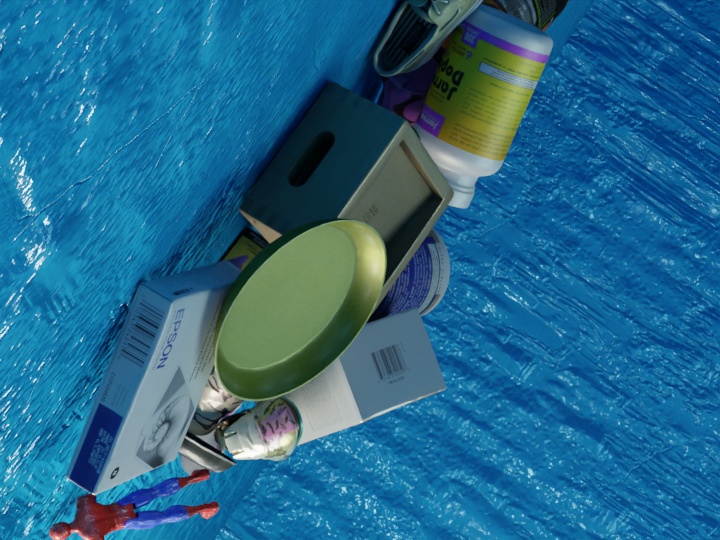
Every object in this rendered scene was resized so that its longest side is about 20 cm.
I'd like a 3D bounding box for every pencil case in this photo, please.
[{"bbox_3d":[-0.127,0.102,1.728,0.200,0.078,0.089,-37,153,33],"label":"pencil case"},{"bbox_3d":[0.039,-0.171,1.810,0.093,0.091,0.201,-21,155,-28],"label":"pencil case"}]

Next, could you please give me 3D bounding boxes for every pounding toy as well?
[{"bbox_3d":[-0.008,-0.089,1.602,0.201,0.142,0.184,-55,149,-9],"label":"pounding toy"}]

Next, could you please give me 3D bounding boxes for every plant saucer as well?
[{"bbox_3d":[-0.061,0.030,1.475,0.199,0.031,0.201,-30,143,-26],"label":"plant saucer"}]

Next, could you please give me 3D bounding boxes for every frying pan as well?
[{"bbox_3d":[-0.210,0.179,1.798,0.189,0.115,0.031,23,-100,50],"label":"frying pan"}]

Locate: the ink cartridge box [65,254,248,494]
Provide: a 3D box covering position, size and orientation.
[{"bbox_3d":[-0.168,0.090,1.455,0.200,0.040,0.201,-22,138,-65],"label":"ink cartridge box"}]

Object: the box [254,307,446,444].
[{"bbox_3d":[-0.019,0.124,1.796,0.124,0.098,0.200,-18,176,-35],"label":"box"}]

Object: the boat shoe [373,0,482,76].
[{"bbox_3d":[0.078,-0.269,1.617,0.062,0.072,0.201,-47,172,-50],"label":"boat shoe"}]

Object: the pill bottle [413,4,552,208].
[{"bbox_3d":[0.119,-0.171,1.694,0.104,0.104,0.201,-37,151,-73],"label":"pill bottle"}]

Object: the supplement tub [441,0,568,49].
[{"bbox_3d":[0.158,-0.304,1.823,0.200,0.122,0.123,-49,172,-49],"label":"supplement tub"}]

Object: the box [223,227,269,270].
[{"bbox_3d":[-0.153,0.055,1.621,0.200,0.050,0.075,-53,175,-22],"label":"box"}]

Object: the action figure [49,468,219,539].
[{"bbox_3d":[-0.262,0.269,1.747,0.199,0.066,0.099,-7,165,-44],"label":"action figure"}]

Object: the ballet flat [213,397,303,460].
[{"bbox_3d":[-0.119,0.179,1.752,0.071,0.070,0.200,-14,177,-19],"label":"ballet flat"}]

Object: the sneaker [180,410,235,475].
[{"bbox_3d":[-0.209,0.192,1.971,0.087,0.074,0.201,-25,150,-38],"label":"sneaker"}]

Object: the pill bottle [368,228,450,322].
[{"bbox_3d":[0.000,0.000,1.808,0.199,0.120,0.120,-4,133,-53],"label":"pill bottle"}]
